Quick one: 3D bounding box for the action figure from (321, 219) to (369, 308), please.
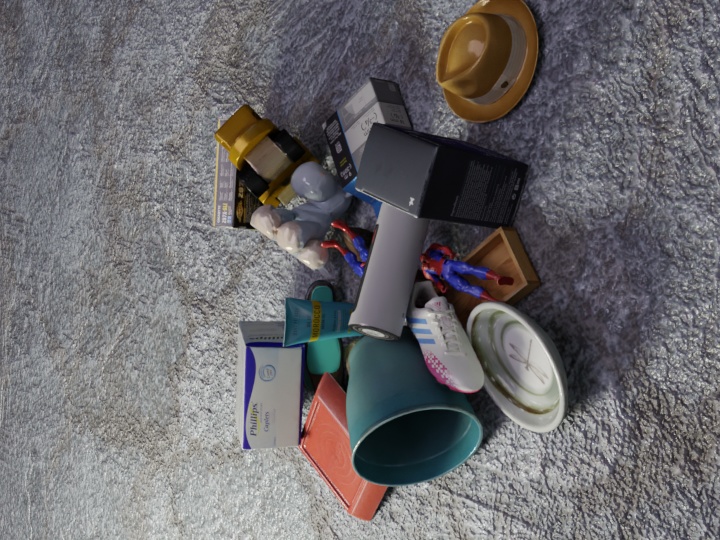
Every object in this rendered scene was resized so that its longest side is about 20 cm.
[{"bbox_3d":[0.000,0.000,1.571,0.200,0.099,0.065,42,119,28],"label":"action figure"}]

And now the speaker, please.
[{"bbox_3d":[0.046,-0.001,1.492,0.081,0.081,0.201,-1,69,49],"label":"speaker"}]

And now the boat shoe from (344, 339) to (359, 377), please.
[{"bbox_3d":[0.014,0.197,1.650,0.072,0.076,0.200,-56,49,33],"label":"boat shoe"}]

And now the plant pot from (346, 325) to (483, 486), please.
[{"bbox_3d":[0.065,0.195,1.519,0.200,0.199,0.188,-53,36,33],"label":"plant pot"}]

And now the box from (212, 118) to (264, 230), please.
[{"bbox_3d":[-0.221,-0.177,1.877,0.049,0.160,0.201,4,92,19],"label":"box"}]

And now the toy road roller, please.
[{"bbox_3d":[-0.171,-0.208,1.765,0.123,0.200,0.146,-43,76,2],"label":"toy road roller"}]

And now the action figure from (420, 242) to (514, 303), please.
[{"bbox_3d":[0.139,0.002,1.487,0.200,0.052,0.066,27,114,48],"label":"action figure"}]

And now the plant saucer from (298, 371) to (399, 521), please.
[{"bbox_3d":[-0.033,0.302,1.661,0.200,0.037,0.200,48,141,25],"label":"plant saucer"}]

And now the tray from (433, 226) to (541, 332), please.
[{"bbox_3d":[0.177,0.031,1.502,0.200,0.037,0.099,-44,57,40],"label":"tray"}]

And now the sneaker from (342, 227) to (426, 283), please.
[{"bbox_3d":[0.026,-0.002,1.651,0.200,0.070,0.076,41,119,42],"label":"sneaker"}]

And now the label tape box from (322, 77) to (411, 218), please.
[{"bbox_3d":[0.023,-0.198,1.668,0.144,0.063,0.201,-39,60,42],"label":"label tape box"}]

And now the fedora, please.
[{"bbox_3d":[0.172,-0.321,1.486,0.200,0.082,0.202,-3,85,50],"label":"fedora"}]

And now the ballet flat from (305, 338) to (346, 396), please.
[{"bbox_3d":[-0.058,0.175,1.721,0.068,0.068,0.201,-81,-12,-75],"label":"ballet flat"}]

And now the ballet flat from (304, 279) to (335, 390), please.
[{"bbox_3d":[-0.076,0.112,1.775,0.073,0.073,0.201,18,108,48],"label":"ballet flat"}]

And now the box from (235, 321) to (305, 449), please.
[{"bbox_3d":[-0.163,0.198,1.764,0.200,0.104,0.185,-135,47,-76],"label":"box"}]

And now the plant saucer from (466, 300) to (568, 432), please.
[{"bbox_3d":[0.230,0.127,1.393,0.200,0.050,0.201,43,148,36],"label":"plant saucer"}]

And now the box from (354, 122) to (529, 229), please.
[{"bbox_3d":[0.118,-0.136,1.450,0.148,0.199,0.105,29,108,45],"label":"box"}]

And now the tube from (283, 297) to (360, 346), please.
[{"bbox_3d":[-0.046,0.081,1.631,0.050,0.199,0.078,-1,89,50],"label":"tube"}]

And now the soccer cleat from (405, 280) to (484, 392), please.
[{"bbox_3d":[0.119,0.093,1.446,0.200,0.070,0.087,-125,33,-47],"label":"soccer cleat"}]

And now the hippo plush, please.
[{"bbox_3d":[-0.071,-0.092,1.712,0.161,0.200,0.159,-54,33,-2],"label":"hippo plush"}]
